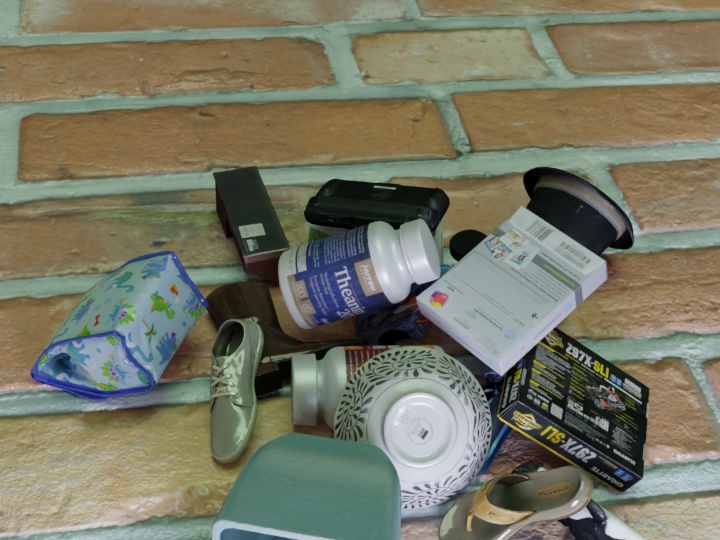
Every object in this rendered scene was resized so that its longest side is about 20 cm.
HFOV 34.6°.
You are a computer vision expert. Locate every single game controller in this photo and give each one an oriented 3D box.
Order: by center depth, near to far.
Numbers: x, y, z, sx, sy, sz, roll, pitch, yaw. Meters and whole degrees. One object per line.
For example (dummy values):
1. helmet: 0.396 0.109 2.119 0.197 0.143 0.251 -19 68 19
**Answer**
1. game controller: 0.023 -0.090 1.619 0.199 0.042 0.104 8 30 23

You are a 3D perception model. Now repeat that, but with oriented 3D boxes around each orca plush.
1. orca plush: 0.258 0.307 1.389 0.200 0.105 0.071 35 82 26

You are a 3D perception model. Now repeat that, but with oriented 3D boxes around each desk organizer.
1. desk organizer: -0.166 -0.064 1.745 0.071 0.077 0.201 -10 45 -15

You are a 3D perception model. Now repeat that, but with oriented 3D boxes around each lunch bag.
1. lunch bag: -0.331 0.079 1.550 0.199 0.128 0.170 -8 34 31

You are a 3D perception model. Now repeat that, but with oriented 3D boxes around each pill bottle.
1. pill bottle: 0.010 0.153 1.504 0.198 0.110 0.110 0 43 -5
2. pill bottle: 0.000 0.000 1.535 0.199 0.111 0.111 -17 40 15

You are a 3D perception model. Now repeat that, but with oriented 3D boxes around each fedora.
1. fedora: 0.309 -0.067 1.740 0.200 0.201 0.092 31 74 26

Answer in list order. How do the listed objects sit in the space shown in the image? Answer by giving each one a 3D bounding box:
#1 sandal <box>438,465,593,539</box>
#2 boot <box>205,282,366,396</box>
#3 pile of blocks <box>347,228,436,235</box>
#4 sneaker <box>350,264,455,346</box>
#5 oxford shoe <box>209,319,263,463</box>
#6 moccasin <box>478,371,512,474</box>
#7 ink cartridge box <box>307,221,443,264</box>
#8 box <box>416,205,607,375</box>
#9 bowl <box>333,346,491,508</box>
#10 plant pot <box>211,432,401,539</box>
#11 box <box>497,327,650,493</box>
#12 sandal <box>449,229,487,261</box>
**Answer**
1. sandal: 0.177 0.275 1.370 0.199 0.054 0.081 -25 44 20
2. boot: -0.108 0.075 1.620 0.185 0.065 0.200 -11 40 -19
3. pile of blocks: 0.037 -0.067 1.651 0.199 0.062 0.082 -30 54 -30
4. sneaker: 0.084 0.059 1.605 0.199 0.075 0.079 -28 58 21
5. oxford shoe: -0.170 0.150 1.496 0.075 0.058 0.201 -12 58 29
6. moccasin: 0.177 0.173 1.516 0.068 0.081 0.200 26 46 17
7. ink cartridge box: 0.021 -0.027 1.714 0.198 0.085 0.147 5 44 0
8. box: 0.197 0.022 1.504 0.200 0.041 0.156 -40 52 -17
9. bowl: 0.068 0.191 1.400 0.199 0.094 0.202 0 84 -4
10. plant pot: -0.049 0.295 1.298 0.194 0.197 0.200 8 33 4
11. box: 0.279 0.171 1.490 0.199 0.049 0.160 32 41 -12
12. sandal: 0.202 -0.009 1.579 0.199 0.043 0.076 27 48 32
